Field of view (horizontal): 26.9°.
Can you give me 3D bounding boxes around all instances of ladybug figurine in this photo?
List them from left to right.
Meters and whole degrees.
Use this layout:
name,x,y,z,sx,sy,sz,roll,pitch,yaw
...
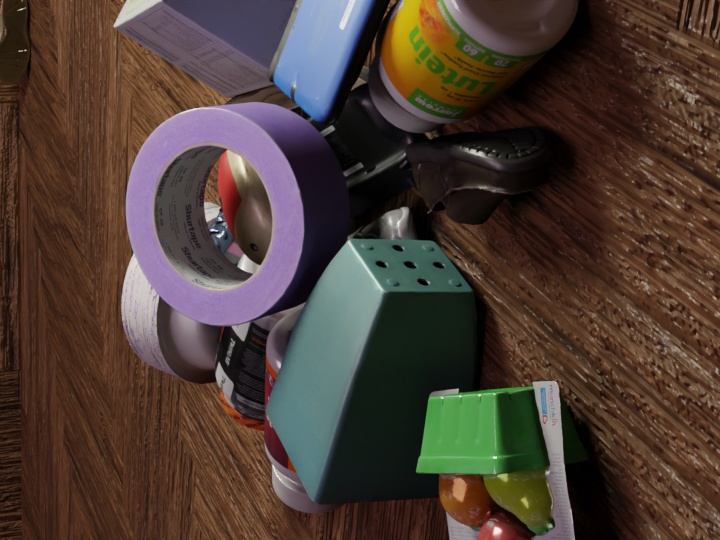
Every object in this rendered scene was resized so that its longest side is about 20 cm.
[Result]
name,x,y,z,sx,sy,sz,roll,pitch,yaw
ladybug figurine,-0.094,-0.072,1.525,0.072,0.136,0.201,-36,36,18

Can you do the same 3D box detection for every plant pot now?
name,x,y,z,sx,sy,sz,roll,pitch,yaw
plant pot,0.020,0.081,1.331,0.142,0.140,0.201,-124,42,-50

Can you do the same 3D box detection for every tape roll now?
name,x,y,z,sx,sy,sz,roll,pitch,yaw
tape roll,-0.115,-0.054,1.398,0.198,0.085,0.202,5,101,28

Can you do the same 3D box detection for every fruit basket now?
name,x,y,z,sx,sy,sz,roll,pitch,yaw
fruit basket,0.119,0.189,1.173,0.185,0.093,0.202,-15,87,62

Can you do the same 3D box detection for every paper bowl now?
name,x,y,z,sx,sy,sz,roll,pitch,yaw
paper bowl,-0.168,0.030,1.715,0.104,0.200,0.203,19,115,36

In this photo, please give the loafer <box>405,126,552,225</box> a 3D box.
name,x,y,z,sx,sy,sz,roll,pitch,yaw
loafer,0.099,-0.073,1.202,0.200,0.072,0.072,-163,60,-72

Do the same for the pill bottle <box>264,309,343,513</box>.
name,x,y,z,sx,sy,sz,roll,pitch,yaw
pill bottle,-0.043,0.145,1.518,0.110,0.109,0.201,-120,25,-46

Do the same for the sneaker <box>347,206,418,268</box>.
name,x,y,z,sx,sy,sz,roll,pitch,yaw
sneaker,0.000,0.000,1.429,0.200,0.081,0.075,133,129,-61

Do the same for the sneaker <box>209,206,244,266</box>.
name,x,y,z,sx,sy,sz,roll,pitch,yaw
sneaker,-0.139,-0.049,1.610,0.070,0.200,0.083,18,137,33

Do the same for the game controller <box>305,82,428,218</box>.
name,x,y,z,sx,sy,sz,roll,pitch,yaw
game controller,-0.006,-0.107,1.405,0.200,0.042,0.105,-24,99,56

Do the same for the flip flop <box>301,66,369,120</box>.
name,x,y,z,sx,sy,sz,roll,pitch,yaw
flip flop,-0.011,-0.132,1.462,0.081,0.058,0.201,28,147,16

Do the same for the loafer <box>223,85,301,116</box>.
name,x,y,z,sx,sy,sz,roll,pitch,yaw
loafer,-0.074,-0.181,1.600,0.068,0.076,0.200,54,155,-14

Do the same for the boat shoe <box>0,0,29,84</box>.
name,x,y,z,sx,sy,sz,roll,pitch,yaw
boat shoe,-0.731,-0.493,3.164,0.065,0.071,0.202,-122,36,-63

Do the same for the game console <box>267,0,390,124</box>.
name,x,y,z,sx,sy,sz,roll,pitch,yaw
game console,0.016,-0.225,1.245,0.171,0.118,0.201,46,117,53

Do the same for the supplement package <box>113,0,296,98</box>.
name,x,y,z,sx,sy,sz,roll,pitch,yaw
supplement package,-0.137,-0.287,1.551,0.153,0.150,0.200,-64,20,-9

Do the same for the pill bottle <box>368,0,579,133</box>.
name,x,y,z,sx,sy,sz,roll,pitch,yaw
pill bottle,0.077,-0.181,1.164,0.200,0.110,0.112,139,123,-63

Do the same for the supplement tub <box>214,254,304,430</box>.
name,x,y,z,sx,sy,sz,roll,pitch,yaw
supplement tub,-0.089,0.073,1.612,0.201,0.121,0.123,108,149,-43
